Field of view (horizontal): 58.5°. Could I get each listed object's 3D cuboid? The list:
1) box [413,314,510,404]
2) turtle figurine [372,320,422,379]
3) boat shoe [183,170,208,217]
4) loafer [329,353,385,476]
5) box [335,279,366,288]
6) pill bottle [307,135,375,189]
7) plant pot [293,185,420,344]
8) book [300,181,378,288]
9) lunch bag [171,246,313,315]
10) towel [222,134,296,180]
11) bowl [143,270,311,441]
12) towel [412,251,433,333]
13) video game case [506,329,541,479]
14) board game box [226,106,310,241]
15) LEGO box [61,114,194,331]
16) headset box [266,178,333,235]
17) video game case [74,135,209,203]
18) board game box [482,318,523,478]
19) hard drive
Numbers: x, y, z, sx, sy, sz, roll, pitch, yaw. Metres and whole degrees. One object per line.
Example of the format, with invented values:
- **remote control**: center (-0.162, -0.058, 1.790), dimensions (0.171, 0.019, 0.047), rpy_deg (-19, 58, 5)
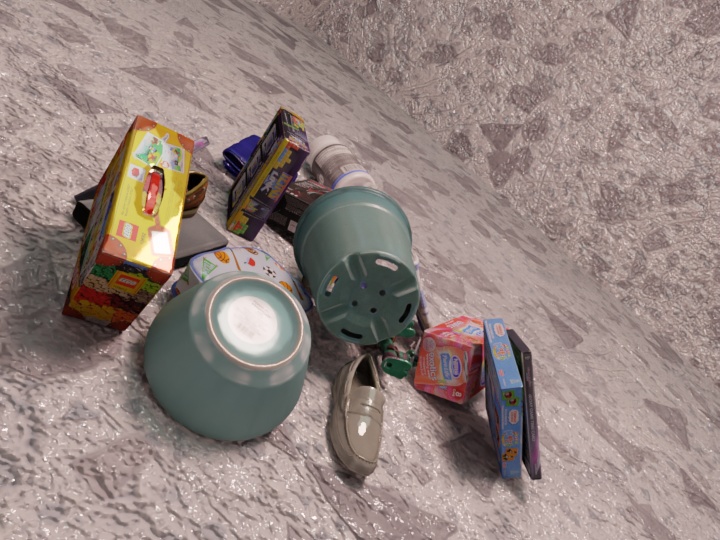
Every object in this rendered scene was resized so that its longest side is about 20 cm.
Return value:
- **box**: center (0.181, 0.151, 1.129), dimensions (0.094, 0.103, 0.200), rpy_deg (16, 11, 27)
- **turtle figurine**: center (0.055, 0.101, 1.089), dimensions (0.200, 0.100, 0.151), rpy_deg (-92, 169, -78)
- **boat shoe**: center (-0.297, -0.113, 0.939), dimensions (0.072, 0.068, 0.200), rpy_deg (40, 23, 4)
- **loafer**: center (-0.001, 0.187, 0.867), dimensions (0.070, 0.070, 0.200), rpy_deg (27, 24, -21)
- **box**: center (0.007, 0.029, 1.241), dimensions (0.200, 0.032, 0.121), rpy_deg (49, 25, 26)
- **pill bottle**: center (-0.054, -0.240, 1.573), dimensions (0.113, 0.114, 0.200), rpy_deg (15, 30, -42)
- **plant pot**: center (0.000, 0.000, 0.976), dimensions (0.199, 0.201, 0.196), rpy_deg (28, 20, -20)
- **book**: center (-0.030, -0.064, 1.166), dimensions (0.048, 0.134, 0.200), rpy_deg (26, 36, 11)
- **lunch bag**: center (-0.161, 0.045, 0.910), dimensions (0.160, 0.076, 0.200), rpy_deg (46, 24, 11)
- **towel**: center (-0.216, -0.222, 1.397), dimensions (0.147, 0.050, 0.200), rpy_deg (41, 21, -8)
- **bowl**: center (-0.136, 0.082, 0.738), dimensions (0.199, 0.105, 0.202), rpy_deg (17, 53, -23)
- **towel**: center (0.108, 0.043, 1.190), dimensions (0.147, 0.024, 0.201), rpy_deg (-108, -179, -67)
- **video game case**: center (0.260, 0.209, 1.035), dimensions (0.019, 0.202, 0.143), rpy_deg (-5, 8, 3)
- **board game box**: center (-0.169, -0.177, 1.167), dimensions (0.056, 0.200, 0.166), rpy_deg (26, 25, -25)
- **LEGO box**: center (-0.271, -0.053, 0.759), dimensions (0.077, 0.149, 0.201), rpy_deg (21, 49, -30)
- **headset box**: center (-0.085, -0.119, 1.303), dimensions (0.148, 0.075, 0.200), rpy_deg (27, 20, 14)
- **video game case**: center (-0.329, -0.158, 0.992), dimensions (0.200, 0.142, 0.019), rpy_deg (-69, 138, -68)
- **board game box**: center (0.223, 0.200, 1.013), dimensions (0.036, 0.201, 0.152), rpy_deg (-6, 36, 3)
- **hard drive**: center (-0.305, -0.060, 0.959), dimensions (0.139, 0.033, 0.200), rpy_deg (40, 23, 9)
